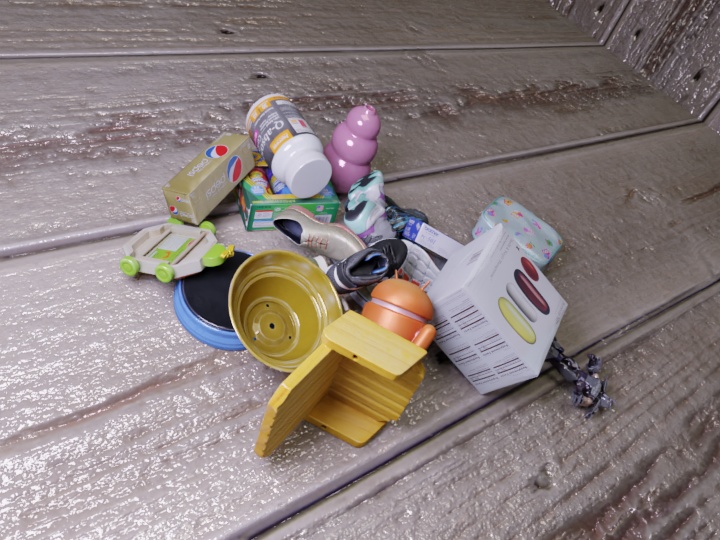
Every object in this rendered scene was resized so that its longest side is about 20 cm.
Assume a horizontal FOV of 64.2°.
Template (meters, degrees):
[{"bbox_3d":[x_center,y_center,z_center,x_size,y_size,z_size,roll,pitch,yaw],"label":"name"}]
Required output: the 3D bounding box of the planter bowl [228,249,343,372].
[{"bbox_3d":[-0.131,0.076,0.925,0.195,0.083,0.206,16,57,-26],"label":"planter bowl"}]

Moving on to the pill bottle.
[{"bbox_3d":[-0.142,-0.248,1.147,0.114,0.118,0.202,-14,54,-33],"label":"pill bottle"}]

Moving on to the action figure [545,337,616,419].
[{"bbox_3d":[0.413,0.198,1.110,0.199,0.070,0.130,41,36,11],"label":"action figure"}]

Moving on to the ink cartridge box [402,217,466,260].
[{"bbox_3d":[0.189,-0.042,1.194,0.196,0.045,0.094,27,5,-17],"label":"ink cartridge box"}]

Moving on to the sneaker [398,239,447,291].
[{"bbox_3d":[0.152,0.005,1.190,0.198,0.078,0.082,38,24,7],"label":"sneaker"}]

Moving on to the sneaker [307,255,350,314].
[{"bbox_3d":[-0.085,0.051,1.031,0.087,0.068,0.202,-1,42,-27],"label":"sneaker"}]

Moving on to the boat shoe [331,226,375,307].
[{"bbox_3d":[0.000,0.000,1.119,0.071,0.063,0.201,-18,57,-35],"label":"boat shoe"}]

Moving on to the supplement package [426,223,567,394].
[{"bbox_3d":[0.236,0.070,1.037,0.201,0.146,0.192,47,51,-8],"label":"supplement package"}]

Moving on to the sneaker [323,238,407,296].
[{"bbox_3d":[0.036,-0.012,1.005,0.197,0.111,0.075,-27,93,-35],"label":"sneaker"}]

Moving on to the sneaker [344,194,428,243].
[{"bbox_3d":[0.059,-0.109,1.241,0.194,0.074,0.083,15,43,-10],"label":"sneaker"}]

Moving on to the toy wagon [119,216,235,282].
[{"bbox_3d":[-0.307,-0.033,0.986,0.194,0.041,0.156,10,35,14],"label":"toy wagon"}]

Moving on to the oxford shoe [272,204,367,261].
[{"bbox_3d":[-0.079,-0.056,1.086,0.196,0.073,0.074,24,29,18],"label":"oxford shoe"}]

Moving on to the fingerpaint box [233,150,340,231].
[{"bbox_3d":[-0.161,-0.172,1.204,0.194,0.074,0.169,-4,50,-27],"label":"fingerpaint box"}]

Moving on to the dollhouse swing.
[{"bbox_3d":[-0.027,0.199,0.816,0.178,0.203,0.177,26,42,3],"label":"dollhouse swing"}]

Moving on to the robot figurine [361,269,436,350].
[{"bbox_3d":[0.054,0.104,0.951,0.113,0.144,0.206,20,86,-3],"label":"robot figurine"}]

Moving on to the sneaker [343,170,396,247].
[{"bbox_3d":[0.032,-0.103,1.173,0.141,0.076,0.203,55,32,-28],"label":"sneaker"}]

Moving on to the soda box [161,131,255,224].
[{"bbox_3d":[-0.278,-0.176,1.071,0.062,0.069,0.202,14,46,19],"label":"soda box"}]

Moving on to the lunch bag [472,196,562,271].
[{"bbox_3d":[0.360,-0.076,1.340,0.198,0.078,0.160,39,47,15],"label":"lunch bag"}]

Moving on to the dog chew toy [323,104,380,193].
[{"bbox_3d":[-0.017,-0.270,1.265,0.121,0.202,0.127,16,40,-15],"label":"dog chew toy"}]

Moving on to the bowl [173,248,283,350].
[{"bbox_3d":[-0.223,0.043,0.998,0.194,0.040,0.204,13,44,-12],"label":"bowl"}]
